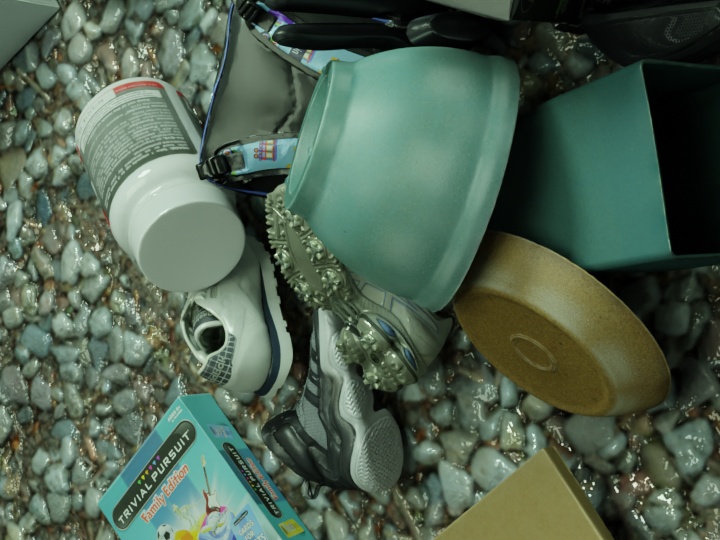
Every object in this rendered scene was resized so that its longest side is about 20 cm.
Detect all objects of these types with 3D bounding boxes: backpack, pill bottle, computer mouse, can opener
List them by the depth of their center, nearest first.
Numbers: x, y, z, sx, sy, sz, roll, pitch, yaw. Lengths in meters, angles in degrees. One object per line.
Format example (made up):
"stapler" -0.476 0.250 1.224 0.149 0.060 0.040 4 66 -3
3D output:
"computer mouse" 0.251 -0.176 1.358 0.200 0.138 0.053 1 108 45
"can opener" 0.008 -0.193 1.411 0.079 0.200 0.063 -32 65 46
"backpack" -0.020 -0.139 1.541 0.200 0.135 0.183 13 100 4
"pill bottle" -0.177 -0.076 1.632 0.114 0.114 0.200 -57 36 22

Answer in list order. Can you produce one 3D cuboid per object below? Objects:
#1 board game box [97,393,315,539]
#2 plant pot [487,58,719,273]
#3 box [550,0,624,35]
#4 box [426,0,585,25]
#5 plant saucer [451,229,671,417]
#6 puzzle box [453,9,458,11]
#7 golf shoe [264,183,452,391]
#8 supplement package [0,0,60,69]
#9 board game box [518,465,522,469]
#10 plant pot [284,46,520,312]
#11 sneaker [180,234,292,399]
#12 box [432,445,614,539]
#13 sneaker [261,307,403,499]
"board game box" -0.139 0.237 1.682 0.200 0.047 0.151 51 117 26
"plant pot" 0.188 -0.062 1.387 0.200 0.141 0.141 -14 81 46
"box" 0.174 -0.312 1.448 0.158 0.050 0.200 -39 68 30
"box" 0.085 -0.255 1.340 0.148 0.200 0.124 17 101 18
"plant saucer" 0.140 0.051 1.393 0.200 0.200 0.035 22 63 35
"puzzle box" 0.033 -0.275 1.535 0.200 0.025 0.133 28 118 43
"golf shoe" 0.000 0.000 1.518 0.078 0.097 0.200 -12 116 55
"supplement package" -0.431 -0.254 1.838 0.200 0.156 0.111 -38 67 30
"board game box" 0.128 0.277 1.481 0.152 0.046 0.200 51 118 25
"plant pot" 0.021 -0.084 1.384 0.200 0.134 0.200 -163 90 -80
"sneaker" -0.121 0.028 1.620 0.076 0.080 0.200 -64 31 30
"box" 0.145 0.263 1.425 0.163 0.021 0.200 -44 66 28
"sneaker" -0.036 0.100 1.587 0.114 0.075 0.200 -18 79 36
